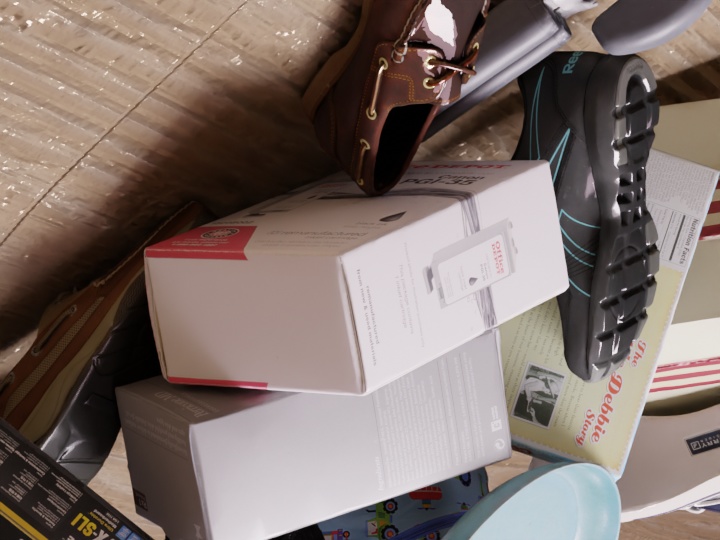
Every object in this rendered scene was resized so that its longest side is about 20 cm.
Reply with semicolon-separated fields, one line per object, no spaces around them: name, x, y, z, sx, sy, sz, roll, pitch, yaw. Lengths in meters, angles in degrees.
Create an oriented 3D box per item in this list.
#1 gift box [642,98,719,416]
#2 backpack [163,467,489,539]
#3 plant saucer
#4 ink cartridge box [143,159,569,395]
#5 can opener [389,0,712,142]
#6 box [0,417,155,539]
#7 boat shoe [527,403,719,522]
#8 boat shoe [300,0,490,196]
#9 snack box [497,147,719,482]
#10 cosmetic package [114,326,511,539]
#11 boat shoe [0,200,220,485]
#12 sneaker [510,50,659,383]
gift box;0.221;-0.022;1.892;0.187;0.200;0.185;-7;159;-16
backpack;0.001;0.193;1.756;0.200;0.135;0.183;-26;158;-2
plant saucer;0.079;0.194;1.706;0.200;0.027;0.200;-36;143;-33
ink cartridge box;0.000;0.000;1.623;0.146;0.083;0.200;1;-163;38
can opener;0.101;-0.129;1.628;0.200;0.066;0.053;-30;163;13
box;-0.212;0.137;1.619;0.049;0.200;0.160;-48;172;-28
boat shoe;0.205;0.136;1.900;0.200;0.075;0.093;-11;151;-6
boat shoe;0.033;-0.116;1.544;0.070;0.070;0.200;-18;156;-30
snack box;0.131;0.016;1.753;0.037;0.116;0.200;101;8;-80
cosmetic package;-0.026;0.087;1.641;0.200;0.090;0.107;-14;-164;-28
boat shoe;-0.153;0.040;1.657;0.200;0.074;0.076;-51;144;0
sneaker;0.129;-0.034;1.696;0.079;0.200;0.075;10;-163;29
